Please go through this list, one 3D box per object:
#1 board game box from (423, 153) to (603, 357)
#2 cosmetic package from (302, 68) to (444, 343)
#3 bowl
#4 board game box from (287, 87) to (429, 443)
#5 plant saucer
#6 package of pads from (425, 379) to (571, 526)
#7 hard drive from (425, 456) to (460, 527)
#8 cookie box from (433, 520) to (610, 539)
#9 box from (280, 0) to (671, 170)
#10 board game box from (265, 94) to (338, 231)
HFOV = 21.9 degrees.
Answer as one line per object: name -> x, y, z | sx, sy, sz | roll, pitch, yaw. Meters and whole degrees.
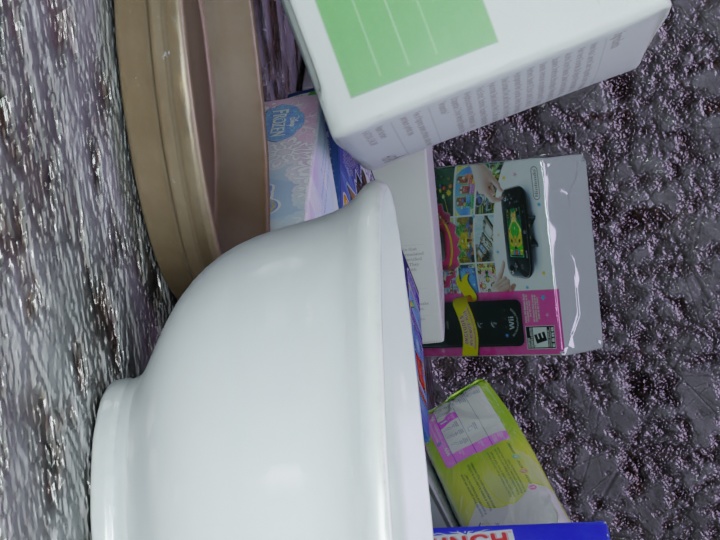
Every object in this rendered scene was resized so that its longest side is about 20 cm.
board game box -> 0.080, -0.008, 1.421 | 0.064, 0.199, 0.148 | -9, 95, -49
cosmetic package -> 0.012, -0.057, 1.316 | 0.108, 0.084, 0.201 | -85, 168, -67
bowl -> -0.026, 0.076, 0.555 | 0.201, 0.090, 0.202 | -5, 90, -86
board game box -> 0.000, 0.000, 1.176 | 0.136, 0.034, 0.200 | -92, 165, -45
plant saucer -> -0.061, -0.074, 0.696 | 0.200, 0.029, 0.201 | -5, 90, -87
package of pads -> 0.114, 0.183, 1.303 | 0.155, 0.068, 0.200 | 59, 2, -29
hard drive -> 0.065, 0.191, 1.316 | 0.132, 0.026, 0.200 | 62, 3, 36
cookie box -> 0.051, 0.209, 0.913 | 0.200, 0.170, 0.075 | -87, 173, -63
box -> 0.038, -0.176, 0.929 | 0.200, 0.171, 0.200 | 16, 54, -86
board game box -> -0.028, 0.042, 0.904 | 0.200, 0.043, 0.200 | -86, 169, -65
